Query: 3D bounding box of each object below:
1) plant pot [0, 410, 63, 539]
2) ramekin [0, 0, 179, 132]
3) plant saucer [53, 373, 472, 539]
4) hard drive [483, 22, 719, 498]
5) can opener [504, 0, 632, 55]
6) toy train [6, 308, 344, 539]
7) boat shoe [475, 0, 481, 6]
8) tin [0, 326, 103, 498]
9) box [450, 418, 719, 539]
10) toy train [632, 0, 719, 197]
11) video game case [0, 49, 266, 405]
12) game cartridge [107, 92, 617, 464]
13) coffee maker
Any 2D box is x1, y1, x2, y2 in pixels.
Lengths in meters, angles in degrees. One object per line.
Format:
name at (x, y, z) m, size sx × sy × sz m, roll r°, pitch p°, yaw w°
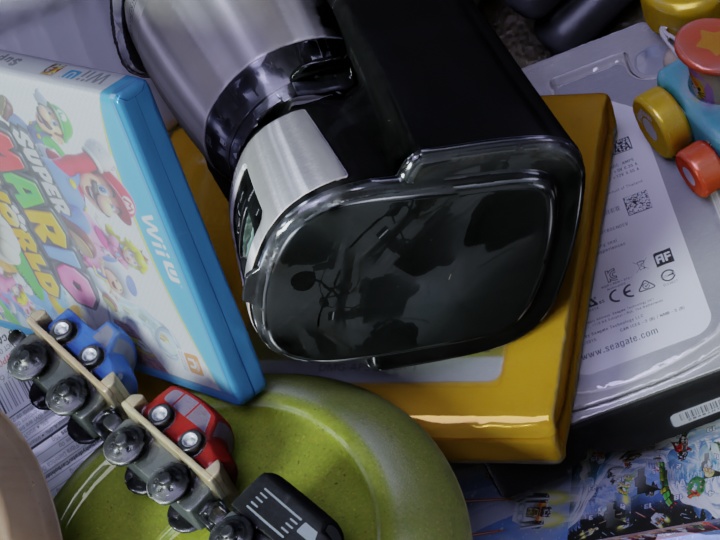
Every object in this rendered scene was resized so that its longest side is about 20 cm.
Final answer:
plant pot at (-0.202, 0.146, 1.168) m, size 0.201 × 0.093 × 0.201 m, roll -10°, pitch 78°, yaw 53°
ramekin at (-0.161, -0.100, 1.354) m, size 0.200 × 0.201 × 0.098 m, roll -15°, pitch 109°, yaw 15°
plant saucer at (-0.054, 0.122, 1.145) m, size 0.200 × 0.031 × 0.200 m, roll -12°, pitch 56°, yaw 17°
hard drive at (0.097, -0.010, 1.271) m, size 0.140 × 0.038 × 0.200 m, roll -20°, pitch 48°, yaw 7°
can opener at (0.142, -0.187, 1.358) m, size 0.200 × 0.053 × 0.067 m, roll -45°, pitch 29°, yaw 0°
toy train at (-0.072, 0.069, 1.146) m, size 0.046 × 0.034 × 0.200 m, roll -44°, pitch 52°, yaw -12°
boat shoe at (0.021, -0.127, 1.366) m, size 0.200 × 0.062 × 0.072 m, roll -39°, pitch 28°, yaw -14°
tin at (-0.119, 0.100, 1.275) m, size 0.112 × 0.042 × 0.200 m, roll -36°, pitch 62°, yaw 10°
box at (0.097, 0.096, 1.260) m, size 0.200 × 0.040 × 0.137 m, roll -6°, pitch 67°, yaw 19°
toy train at (0.189, -0.120, 1.264) m, size 0.150 × 0.056 × 0.200 m, roll 0°, pitch 52°, yaw 16°
video game case at (-0.127, -0.026, 1.202) m, size 0.018 × 0.143 × 0.200 m, roll -36°, pitch 31°, yaw -29°
game cartridge at (0.000, 0.000, 1.250) m, size 0.200 × 0.032 × 0.177 m, roll 0°, pitch 55°, yaw 16°
coffee maker at (0.015, -0.075, 1.198) m, size 0.192 × 0.135 × 0.200 m, roll -26°, pitch 51°, yaw -3°
